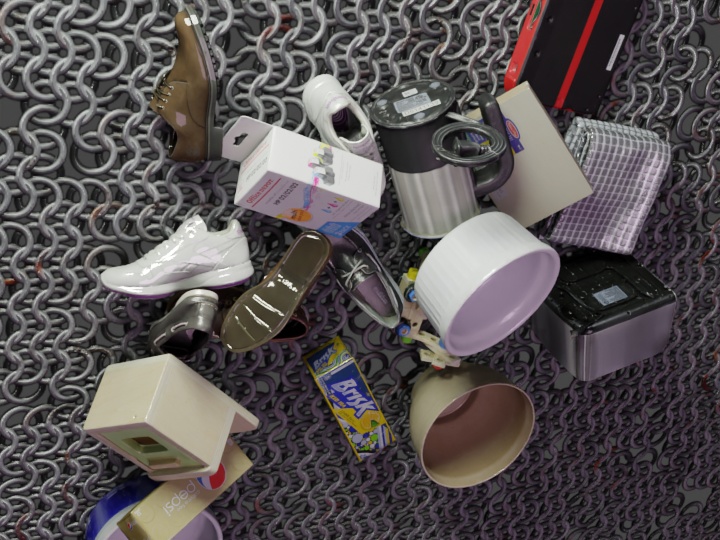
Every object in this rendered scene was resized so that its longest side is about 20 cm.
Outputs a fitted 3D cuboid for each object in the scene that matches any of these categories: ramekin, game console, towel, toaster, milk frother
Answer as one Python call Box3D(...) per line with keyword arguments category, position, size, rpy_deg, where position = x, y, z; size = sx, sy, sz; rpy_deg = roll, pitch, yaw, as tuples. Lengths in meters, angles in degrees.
Box3D(category="ramekin", position=(0.170, 0.014, 1.469), size=(0.200, 0.098, 0.201), rpy_deg=(-28, 148, -19))
Box3D(category="game console", position=(0.302, -0.324, 1.504), size=(0.176, 0.031, 0.201), rpy_deg=(3, 118, -32))
Box3D(category="towel", position=(0.369, -0.123, 1.620), size=(0.165, 0.086, 0.201), rpy_deg=(4, 117, -27))
Box3D(category="toaster", position=(0.368, 0.062, 1.672), size=(0.199, 0.181, 0.119), rpy_deg=(-19, 127, -15))
Box3D(category="milk frother", position=(0.115, -0.129, 1.407), size=(0.179, 0.201, 0.189), rpy_deg=(-8, 128, 14))

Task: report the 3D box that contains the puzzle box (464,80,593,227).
Box3D(category="puzzle box", position=(0.230, -0.159, 1.517), size=(0.133, 0.025, 0.200), rpy_deg=(-27, 120, 20))

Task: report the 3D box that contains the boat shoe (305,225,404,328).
Box3D(category="boat shoe", position=(0.000, 0.000, 1.502), size=(0.072, 0.071, 0.200), rpy_deg=(-40, 112, 11))

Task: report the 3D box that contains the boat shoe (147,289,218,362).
Box3D(category="boat shoe", position=(-0.241, 0.092, 1.415), size=(0.066, 0.057, 0.200), rpy_deg=(13, 147, -22))

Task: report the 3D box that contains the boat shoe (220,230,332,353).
Box3D(category="boat shoe", position=(-0.107, 0.034, 1.441), size=(0.072, 0.068, 0.200), rpy_deg=(44, 91, 6))

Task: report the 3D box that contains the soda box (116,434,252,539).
Box3D(category="soda box", position=(-0.252, 0.322, 1.532), size=(0.200, 0.068, 0.064), rpy_deg=(-38, 179, -42))

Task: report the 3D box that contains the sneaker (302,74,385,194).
Box3D(category="sneaker", position=(-0.014, -0.159, 1.403), size=(0.075, 0.100, 0.200), rpy_deg=(-34, 129, -6))

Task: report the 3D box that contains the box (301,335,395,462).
Box3D(category="box", position=(-0.017, 0.200, 1.644), size=(0.070, 0.064, 0.201), rpy_deg=(-30, 128, -6))

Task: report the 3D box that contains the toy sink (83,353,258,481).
Box3D(category="toy sink", position=(-0.258, 0.219, 1.473), size=(0.130, 0.113, 0.200), rpy_deg=(-11, 140, 35))

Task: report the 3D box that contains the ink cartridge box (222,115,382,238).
Box3D(category="ink cartridge box", position=(-0.085, -0.117, 1.363), size=(0.199, 0.068, 0.115), rpy_deg=(17, 153, -23))

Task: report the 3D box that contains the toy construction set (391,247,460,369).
Box3D(category="toy construction set", position=(0.113, 0.051, 1.606), size=(0.130, 0.092, 0.201), rpy_deg=(2, 107, -27))

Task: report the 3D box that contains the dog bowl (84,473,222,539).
Box3D(category="dog bowl", position=(-0.315, 0.410, 1.618), size=(0.199, 0.079, 0.201), rpy_deg=(-12, 123, -19))

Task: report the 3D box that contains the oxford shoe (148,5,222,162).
Box3D(category="oxford shoe", position=(-0.215, -0.219, 1.287), size=(0.084, 0.073, 0.201), rpy_deg=(-8, 121, -16))

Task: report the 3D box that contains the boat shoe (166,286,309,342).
Box3D(category="boat shoe", position=(-0.167, 0.064, 1.485), size=(0.199, 0.070, 0.071), rpy_deg=(0, 123, -24))

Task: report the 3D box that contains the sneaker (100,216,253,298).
Box3D(category="sneaker", position=(-0.244, -0.019, 1.400), size=(0.199, 0.075, 0.100), rpy_deg=(-10, 101, -18))

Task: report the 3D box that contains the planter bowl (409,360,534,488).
Box3D(category="planter bowl", position=(0.159, 0.228, 1.701), size=(0.199, 0.135, 0.201), rpy_deg=(-12, 123, -19))
